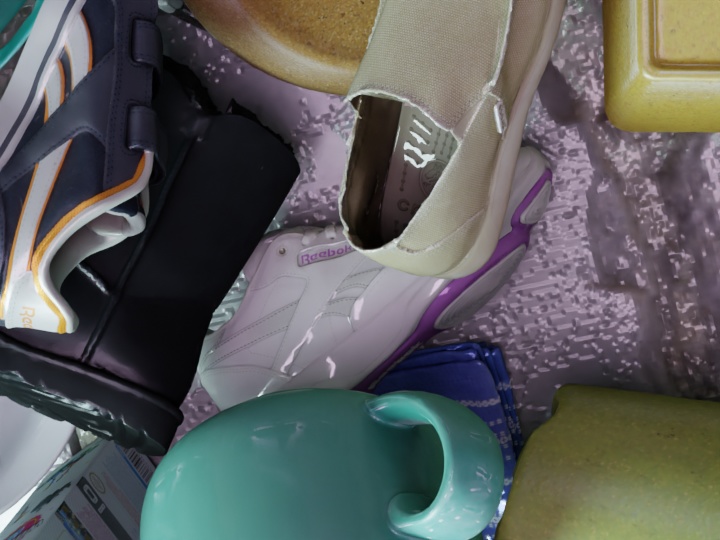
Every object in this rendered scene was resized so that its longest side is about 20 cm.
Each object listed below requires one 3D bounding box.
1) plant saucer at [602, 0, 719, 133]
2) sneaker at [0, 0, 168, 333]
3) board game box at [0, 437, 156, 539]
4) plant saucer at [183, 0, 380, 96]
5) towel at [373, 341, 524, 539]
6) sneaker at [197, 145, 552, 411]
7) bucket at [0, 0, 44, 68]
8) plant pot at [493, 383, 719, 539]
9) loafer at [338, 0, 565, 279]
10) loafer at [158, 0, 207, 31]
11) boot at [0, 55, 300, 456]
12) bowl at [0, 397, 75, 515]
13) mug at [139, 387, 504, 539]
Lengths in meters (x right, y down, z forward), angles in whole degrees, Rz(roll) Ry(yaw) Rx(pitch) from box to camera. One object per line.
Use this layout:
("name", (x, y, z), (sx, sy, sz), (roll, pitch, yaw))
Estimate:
("plant saucer", (0.190, -0.152, 0.989), (0.200, 0.048, 0.200), (3, 104, 24))
("sneaker", (-0.115, -0.064, 1.001), (0.079, 0.078, 0.200), (24, 78, 5))
("board game box", (-0.120, 0.181, 1.102), (0.064, 0.200, 0.148), (-34, 99, 18))
("plant saucer", (0.008, -0.160, 1.024), (0.200, 0.035, 0.200), (-3, 120, -4))
("towel", (0.020, 0.137, 1.157), (0.145, 0.024, 0.200), (-11, 105, 14))
("sneaker", (0.000, 0.000, 1.089), (0.200, 0.075, 0.100), (-41, 75, 9))
("bucket", (-0.235, -0.155, 1.018), (0.207, 0.135, 0.207), (16, 134, 17))
("plant pot", (0.162, 0.137, 1.056), (0.184, 0.200, 0.200), (14, 110, 18))
("loafer", (0.035, -0.087, 0.983), (0.076, 0.068, 0.200), (18, 111, 34))
("loafer", (-0.115, -0.176, 1.059), (0.200, 0.063, 0.072), (44, 108, -5))
("boot", (-0.143, -0.027, 1.065), (0.200, 0.076, 0.168), (24, 72, -8))
("bowl", (-0.234, 0.032, 1.114), (0.201, 0.090, 0.201), (1, 87, -21))
("mug", (-0.008, 0.117, 1.033), (0.185, 0.114, 0.152), (-21, 143, 14))
